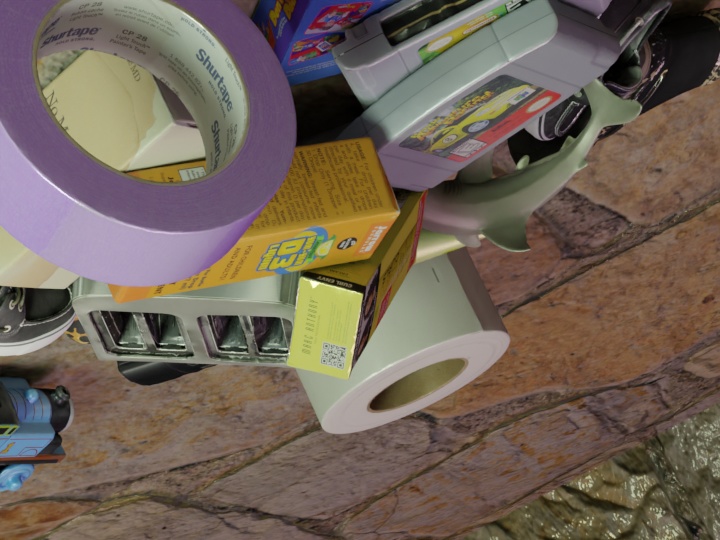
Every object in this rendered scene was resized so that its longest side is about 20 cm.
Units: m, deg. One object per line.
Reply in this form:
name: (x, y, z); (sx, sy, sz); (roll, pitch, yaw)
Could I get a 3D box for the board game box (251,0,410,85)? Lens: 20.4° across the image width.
board game box: (0.029, -0.197, 1.381); (0.199, 0.045, 0.135); (-17, 160, -27)

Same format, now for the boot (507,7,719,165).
boot: (0.231, -0.154, 1.736); (0.153, 0.074, 0.204); (-17, 161, -35)

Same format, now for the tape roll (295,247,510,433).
tape roll: (0.026, 0.050, 1.909); (0.201, 0.140, 0.203); (-23, 162, -8)

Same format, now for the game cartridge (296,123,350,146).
game cartridge: (-0.016, -0.069, 1.632); (0.132, 0.041, 0.200); (-15, 165, 12)

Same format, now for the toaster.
toaster: (-0.116, -0.005, 1.501); (0.179, 0.120, 0.200); (2, 158, 3)

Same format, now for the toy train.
toy train: (-0.333, 0.141, 1.768); (0.114, 0.087, 0.200); (-40, 158, 21)

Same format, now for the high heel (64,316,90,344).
high heel: (-0.152, 0.020, 1.676); (0.199, 0.072, 0.143); (-18, 170, 11)

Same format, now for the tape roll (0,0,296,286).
tape roll: (-0.140, -0.093, 1.187); (0.199, 0.201, 0.066); (-12, 157, -37)

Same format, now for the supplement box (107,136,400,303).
supplement box: (-0.076, -0.035, 1.339); (0.199, 0.069, 0.067); (-13, 156, -28)

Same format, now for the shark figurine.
shark figurine: (0.131, -0.060, 1.566); (0.213, 0.090, 0.128); (-27, 134, 6)

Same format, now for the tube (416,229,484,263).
tube: (0.015, -0.017, 1.656); (0.198, 0.058, 0.052); (-14, 143, -13)

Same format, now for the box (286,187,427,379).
box: (0.000, 0.000, 1.465); (0.200, 0.050, 0.076); (-59, 160, -62)

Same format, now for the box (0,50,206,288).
box: (-0.179, -0.078, 1.353); (0.200, 0.095, 0.077); (-38, 156, 29)

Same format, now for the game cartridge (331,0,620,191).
game cartridge: (0.078, -0.121, 1.422); (0.199, 0.041, 0.133); (-34, 157, 25)

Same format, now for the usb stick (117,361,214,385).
usb stick: (-0.116, 0.058, 1.656); (0.199, 0.033, 0.055); (-18, 157, 31)

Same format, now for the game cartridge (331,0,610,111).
game cartridge: (0.082, -0.172, 1.396); (0.199, 0.041, 0.133); (-27, 166, 4)

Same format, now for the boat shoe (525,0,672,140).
boat shoe: (0.191, -0.162, 1.590); (0.072, 0.068, 0.201); (-36, 162, -39)

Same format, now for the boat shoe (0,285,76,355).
boat shoe: (-0.292, 0.019, 1.523); (0.199, 0.070, 0.066); (2, 149, -42)
